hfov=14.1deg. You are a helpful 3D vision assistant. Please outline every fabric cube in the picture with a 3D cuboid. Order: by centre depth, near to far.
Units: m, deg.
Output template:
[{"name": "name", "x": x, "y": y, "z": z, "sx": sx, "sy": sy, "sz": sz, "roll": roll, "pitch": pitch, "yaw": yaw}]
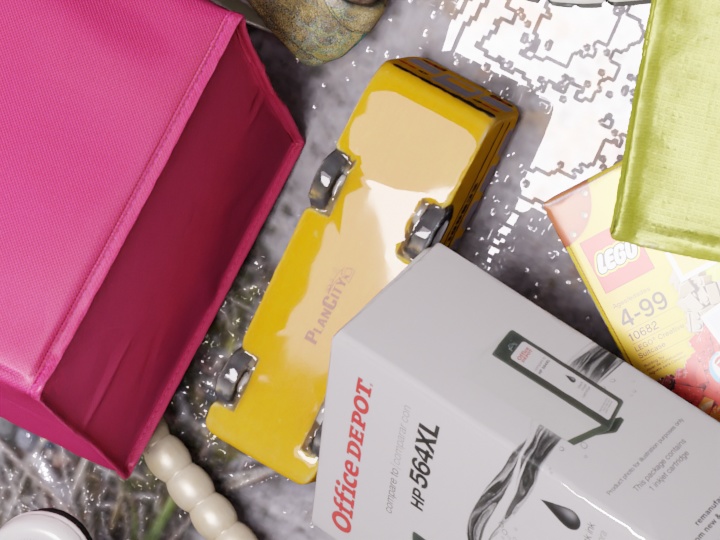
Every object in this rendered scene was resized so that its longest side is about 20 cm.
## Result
[{"name": "fabric cube", "x": -0.168, "y": -0.045, "z": 1.356, "sx": 0.199, "sy": 0.200, "sz": 0.196, "roll": 26, "pitch": 79, "yaw": 13}]

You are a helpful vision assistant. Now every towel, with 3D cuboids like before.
[{"name": "towel", "x": 0.167, "y": -0.103, "z": 1.275, "sx": 0.086, "sy": 0.018, "sz": 0.200, "roll": 13, "pitch": 100, "yaw": 16}]

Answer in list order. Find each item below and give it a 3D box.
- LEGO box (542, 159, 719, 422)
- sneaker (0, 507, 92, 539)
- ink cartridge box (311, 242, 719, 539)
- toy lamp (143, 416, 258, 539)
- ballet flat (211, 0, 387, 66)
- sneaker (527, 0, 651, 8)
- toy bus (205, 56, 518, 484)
[{"name": "LEGO box", "x": 0.210, "y": -0.015, "z": 1.330, "sx": 0.200, "sy": 0.077, "sz": 0.149, "roll": -29, "pitch": 88, "yaw": 19}, {"name": "sneaker", "x": -0.143, "y": 0.181, "z": 1.442, "sx": 0.073, "sy": 0.112, "sz": 0.200, "roll": 11, "pitch": 121, "yaw": 14}, {"name": "ink cartridge box", "x": 0.080, "y": 0.103, "z": 1.333, "sx": 0.200, "sy": 0.084, "sz": 0.146, "roll": 32, "pitch": 142, "yaw": 22}, {"name": "toy lamp", "x": -0.091, "y": 0.096, "z": 1.452, "sx": 0.058, "sy": 0.058, "sz": 0.200, "roll": -41, "pitch": 86, "yaw": 18}, {"name": "ballet flat", "x": -0.074, "y": -0.174, "z": 1.412, "sx": 0.200, "sy": 0.071, "sz": 0.071, "roll": 43, "pitch": 107, "yaw": 9}, {"name": "sneaker", "x": 0.138, "y": -0.172, "z": 1.331, "sx": 0.200, "sy": 0.078, "sz": 0.090, "roll": -2, "pitch": 108, "yaw": 9}, {"name": "toy bus", "x": 0.000, "y": 0.000, "z": 1.398, "sx": 0.065, "sy": 0.078, "sz": 0.200, "roll": 29, "pitch": 104, "yaw": 12}]
